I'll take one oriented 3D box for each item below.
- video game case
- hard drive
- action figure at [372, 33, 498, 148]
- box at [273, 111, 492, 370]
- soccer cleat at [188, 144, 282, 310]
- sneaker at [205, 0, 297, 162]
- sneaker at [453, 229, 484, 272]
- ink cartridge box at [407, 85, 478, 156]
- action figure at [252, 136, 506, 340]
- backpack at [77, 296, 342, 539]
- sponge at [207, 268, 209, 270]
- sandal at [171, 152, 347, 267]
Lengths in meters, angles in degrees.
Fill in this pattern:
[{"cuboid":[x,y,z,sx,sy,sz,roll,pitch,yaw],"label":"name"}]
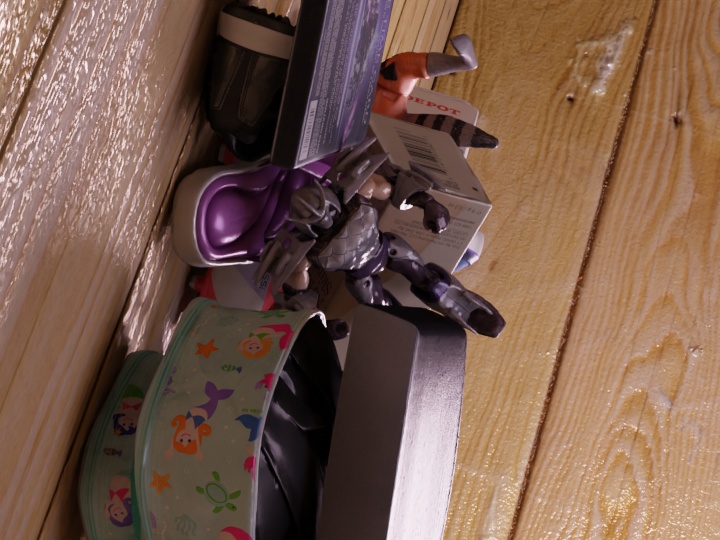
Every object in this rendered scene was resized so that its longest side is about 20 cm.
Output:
[{"cuboid":[-0.010,-0.138,1.164,0.200,0.019,0.143,-37,139,-77],"label":"video game case"},{"cuboid":[0.018,0.121,1.136,0.135,0.042,0.200,8,91,-70],"label":"hard drive"},{"cuboid":[0.001,-0.086,1.479,0.193,0.105,0.200,2,-100,53],"label":"action figure"},{"cuboid":[0.000,0.000,1.358,0.200,0.078,0.095,-61,-146,25],"label":"box"},{"cuboid":[-0.063,-0.034,1.314,0.067,0.076,0.200,-61,167,-75],"label":"soccer cleat"},{"cuboid":[-0.057,-0.111,1.196,0.200,0.066,0.091,-23,132,-81],"label":"sneaker"},{"cuboid":[-0.002,0.037,1.496,0.081,0.200,0.147,33,60,-54],"label":"sneaker"},{"cuboid":[0.010,-0.080,1.674,0.200,0.146,0.083,-68,175,-54],"label":"ink cartridge box"},{"cuboid":[0.011,-0.004,1.232,0.130,0.069,0.200,-42,141,5],"label":"action figure"},{"cuboid":[-0.076,0.115,1.142,0.178,0.150,0.200,-68,164,-44],"label":"backpack"},{"cuboid":[-0.089,-0.006,1.426,0.112,0.030,0.200,-65,171,-69],"label":"sponge"},{"cuboid":[-0.048,-0.039,1.231,0.203,0.050,0.083,-29,123,-57],"label":"sandal"}]
